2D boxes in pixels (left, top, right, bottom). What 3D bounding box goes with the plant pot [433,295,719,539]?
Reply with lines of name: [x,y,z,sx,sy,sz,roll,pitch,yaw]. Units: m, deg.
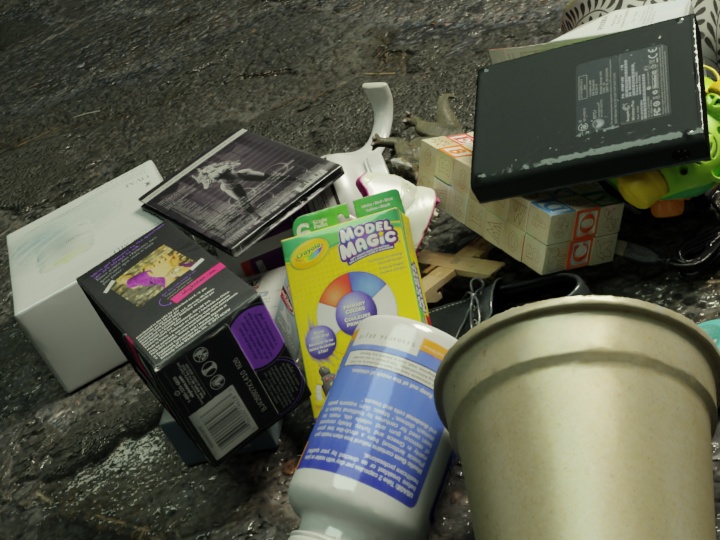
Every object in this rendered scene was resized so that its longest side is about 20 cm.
plant pot: [0.146,0.150,0.663,0.198,0.201,0.185,-13,45,17]

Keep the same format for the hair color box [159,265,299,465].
hair color box: [-0.119,0.088,1.022,0.098,0.061,0.201,-14,36,17]

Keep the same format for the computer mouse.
computer mouse: [0.273,-0.054,0.979,0.140,0.046,0.199,-38,44,-19]

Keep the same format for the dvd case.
dvd case: [-0.130,-0.087,1.102,0.148,0.016,0.199,-39,38,-22]

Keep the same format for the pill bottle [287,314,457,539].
pill bottle: [0.012,0.145,0.788,0.111,0.112,0.201,4,58,37]

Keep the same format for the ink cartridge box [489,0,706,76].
ink cartridge box: [0.247,-0.177,1.055,0.198,0.161,0.047,-1,41,33]

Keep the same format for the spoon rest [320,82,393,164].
spoon rest: [-0.012,-0.138,1.283,0.099,0.061,0.201,7,58,42]

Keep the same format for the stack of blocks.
stack of blocks: [0.155,-0.071,0.987,0.114,0.059,0.200,-11,30,-29]

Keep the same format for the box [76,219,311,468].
box: [-0.150,0.058,0.916,0.106,0.123,0.200,-35,35,-16]

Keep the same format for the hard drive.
hard drive: [0.193,-0.139,0.900,0.198,0.033,0.141,-10,55,26]

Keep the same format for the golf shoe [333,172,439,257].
golf shoe: [0.000,0.000,0.992,0.202,0.091,0.075,-66,8,-12]

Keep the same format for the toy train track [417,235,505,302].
toy train track: [0.126,-0.017,1.031,0.199,0.033,0.114,-36,27,-29]

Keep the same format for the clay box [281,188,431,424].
clay box: [0.000,0.032,0.924,0.114,0.048,0.202,-16,77,14]

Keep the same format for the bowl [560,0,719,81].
bowl: [0.310,-0.223,1.099,0.199,0.200,0.095,-5,73,28]

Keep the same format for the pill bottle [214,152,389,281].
pill bottle: [-0.056,-0.053,1.128,0.198,0.113,0.113,-22,33,5]

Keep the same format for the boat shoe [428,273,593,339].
boat shoe: [0.117,0.040,0.931,0.198,0.063,0.075,-9,38,26]

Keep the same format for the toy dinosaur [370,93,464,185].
toy dinosaur: [0.076,-0.138,1.213,0.101,0.078,0.200,20,38,25]

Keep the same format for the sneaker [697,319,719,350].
sneaker: [0.198,0.081,0.803,0.198,0.080,0.078,-20,33,7]

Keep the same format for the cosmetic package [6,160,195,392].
cosmetic package: [-0.285,0.000,1.199,0.198,0.124,0.200,-29,35,-6]

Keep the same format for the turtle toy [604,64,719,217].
turtle toy: [0.259,-0.126,0.943,0.146,0.101,0.200,-42,47,-1]
